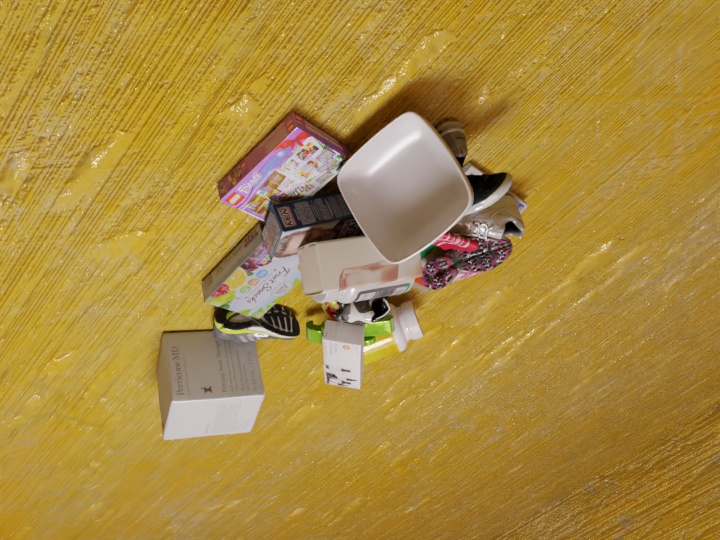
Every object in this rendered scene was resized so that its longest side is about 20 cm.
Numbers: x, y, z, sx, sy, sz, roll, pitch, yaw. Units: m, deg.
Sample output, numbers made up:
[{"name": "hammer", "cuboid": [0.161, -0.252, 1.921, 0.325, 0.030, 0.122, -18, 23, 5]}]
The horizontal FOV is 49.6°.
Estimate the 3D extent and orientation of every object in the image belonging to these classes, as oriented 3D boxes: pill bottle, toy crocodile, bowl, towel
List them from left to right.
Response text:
[{"name": "toy crocodile", "cuboid": [-0.023, 0.125, 1.673, 0.195, 0.062, 0.069, -11, 121, 6]}, {"name": "pill bottle", "cuboid": [0.000, 0.000, 1.493, 0.197, 0.114, 0.114, -8, 145, -32]}, {"name": "pill bottle", "cuboid": [0.036, 0.142, 1.746, 0.196, 0.114, 0.113, -20, 145, 5]}, {"name": "bowl", "cuboid": [0.082, -0.136, 1.298, 0.199, 0.202, 0.074, -37, 169, 24]}, {"name": "towel", "cuboid": [0.111, -0.071, 1.468, 0.196, 0.023, 0.144, 15, 178, -21]}]

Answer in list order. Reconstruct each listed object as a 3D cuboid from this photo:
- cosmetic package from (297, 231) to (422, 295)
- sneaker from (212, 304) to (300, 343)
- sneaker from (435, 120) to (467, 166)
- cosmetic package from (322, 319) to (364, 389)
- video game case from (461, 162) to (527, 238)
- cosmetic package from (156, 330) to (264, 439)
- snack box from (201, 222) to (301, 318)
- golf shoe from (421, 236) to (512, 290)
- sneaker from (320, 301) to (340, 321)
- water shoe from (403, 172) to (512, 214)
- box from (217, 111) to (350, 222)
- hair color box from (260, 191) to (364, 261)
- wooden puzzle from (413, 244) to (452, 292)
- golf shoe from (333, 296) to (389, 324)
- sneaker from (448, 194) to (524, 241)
[{"name": "cosmetic package", "cuboid": [-0.001, -0.014, 1.372, 0.196, 0.089, 0.103, -8, 179, -24]}, {"name": "sneaker", "cuboid": [-0.223, 0.118, 1.651, 0.196, 0.075, 0.081, 10, 146, -25]}, {"name": "sneaker", "cuboid": [0.136, -0.169, 1.402, 0.073, 0.083, 0.202, -3, 142, -20]}, {"name": "cosmetic package", "cuboid": [-0.034, 0.178, 1.616, 0.081, 0.052, 0.202, 6, 146, 4]}, {"name": "video game case", "cuboid": [0.227, -0.118, 1.542, 0.198, 0.018, 0.143, 25, 116, -41]}, {"name": "cosmetic package", "cuboid": [-0.327, 0.244, 1.676, 0.196, 0.170, 0.168, -1, 143, -23]}, {"name": "snack box", "cuboid": [-0.196, 0.005, 1.514, 0.141, 0.054, 0.199, 19, 131, -42]}, {"name": "golf shoe", "cuboid": [0.219, -0.025, 1.577, 0.197, 0.074, 0.092, -22, 179, 26]}, {"name": "sneaker", "cuboid": [-0.054, 0.036, 1.585, 0.076, 0.092, 0.202, -15, 143, 0]}, {"name": "water shoe", "cuboid": [0.159, -0.137, 1.327, 0.197, 0.072, 0.080, -19, 115, 27]}, {"name": "box", "cuboid": [-0.130, -0.166, 1.326, 0.199, 0.040, 0.136, -38, 142, 26]}, {"name": "hair color box", "cuboid": [-0.072, -0.084, 1.398, 0.196, 0.061, 0.100, -14, 155, -27]}, {"name": "wooden puzzle", "cuboid": [0.146, -0.029, 1.633, 0.198, 0.038, 0.185, 19, 130, -41]}, {"name": "golf shoe", "cuboid": [0.026, 0.066, 1.589, 0.093, 0.200, 0.079, 16, 116, 21]}, {"name": "sneaker", "cuboid": [0.230, -0.097, 1.486, 0.196, 0.088, 0.075, -7, 137, -20]}]
